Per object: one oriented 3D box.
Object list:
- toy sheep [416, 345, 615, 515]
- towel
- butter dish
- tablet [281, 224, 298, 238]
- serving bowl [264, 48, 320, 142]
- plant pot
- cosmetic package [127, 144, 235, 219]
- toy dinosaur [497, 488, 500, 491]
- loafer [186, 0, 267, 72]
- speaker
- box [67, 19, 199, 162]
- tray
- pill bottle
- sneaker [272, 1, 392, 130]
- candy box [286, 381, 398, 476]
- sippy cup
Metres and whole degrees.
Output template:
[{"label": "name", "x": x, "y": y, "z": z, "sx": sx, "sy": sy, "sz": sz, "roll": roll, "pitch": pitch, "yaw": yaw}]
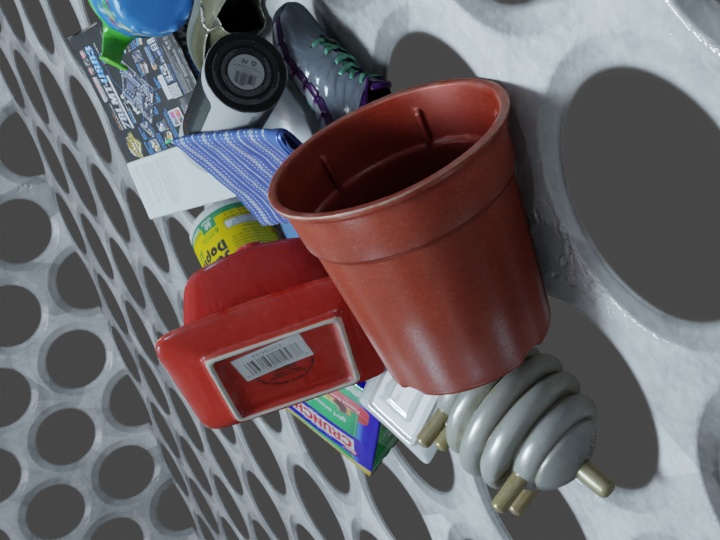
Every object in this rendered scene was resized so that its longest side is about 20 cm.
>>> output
[{"label": "toy sheep", "x": 0.134, "y": 0.131, "z": 0.906, "sx": 0.200, "sy": 0.138, "sz": 0.138, "roll": 38, "pitch": 150, "yaw": 25}, {"label": "towel", "x": -0.087, "y": -0.086, "z": 1.028, "sx": 0.145, "sy": 0.024, "sz": 0.199, "roll": 42, "pitch": 158, "yaw": -33}, {"label": "butter dish", "x": -0.089, "y": 0.038, "z": 1.009, "sx": 0.200, "sy": 0.199, "sz": 0.148, "roll": 75, "pitch": 177, "yaw": -57}, {"label": "tablet", "x": -0.075, "y": -0.025, "z": 1.332, "sx": 0.130, "sy": 0.014, "sz": 0.201, "roll": -130, "pitch": 20, "yaw": -59}, {"label": "serving bowl", "x": -0.060, "y": -0.146, "z": 1.112, "sx": 0.200, "sy": 0.066, "sz": 0.201, "roll": 48, "pitch": 154, "yaw": 32}, {"label": "plant pot", "x": 0.056, "y": -0.020, "z": 0.848, "sx": 0.200, "sy": 0.200, "sz": 0.196, "roll": 26, "pitch": 147, "yaw": 57}, {"label": "cosmetic package", "x": -0.180, "y": -0.129, "z": 1.275, "sx": 0.199, "sy": 0.113, "sz": 0.082, "roll": -11, "pitch": 106, "yaw": 47}, {"label": "toy dinosaur", "x": 0.112, "y": 0.152, "z": 1.074, "sx": 0.201, "sy": 0.060, "sz": 0.106, "roll": 65, "pitch": 160, "yaw": -6}, {"label": "loafer", "x": -0.145, "y": -0.269, "z": 1.149, "sx": 0.070, "sy": 0.075, "sz": 0.200, "roll": 57, "pitch": 158, "yaw": 26}, {"label": "speaker", "x": -0.132, "y": -0.163, "z": 1.057, "sx": 0.082, "sy": 0.081, "sz": 0.200, "roll": 62, "pitch": 160, "yaw": 2}, {"label": "box", "x": -0.277, "y": -0.254, "z": 1.399, "sx": 0.198, "sy": 0.050, "sz": 0.201, "roll": -12, "pitch": 108, "yaw": 43}, {"label": "tray", "x": 0.062, "y": 0.095, "z": 1.046, "sx": 0.107, "sy": 0.022, "sz": 0.201, "roll": 40, "pitch": 126, "yaw": 25}, {"label": "pill bottle", "x": -0.141, "y": 0.009, "z": 1.384, "sx": 0.201, "sy": 0.112, "sz": 0.113, "roll": 60, "pitch": 160, "yaw": 29}, {"label": "sneaker", "x": -0.010, "y": -0.181, "z": 0.989, "sx": 0.087, "sy": 0.074, "sz": 0.201, "roll": -34, "pitch": 77, "yaw": 38}, {"label": "candy box", "x": -0.025, "y": 0.141, "z": 1.302, "sx": 0.169, "sy": 0.077, "sz": 0.200, "roll": 34, "pitch": 151, "yaw": 19}, {"label": "sippy cup", "x": -0.242, "y": -0.323, "z": 1.190, "sx": 0.130, "sy": 0.139, "sz": 0.179, "roll": -130, "pitch": 30, "yaw": -62}]
